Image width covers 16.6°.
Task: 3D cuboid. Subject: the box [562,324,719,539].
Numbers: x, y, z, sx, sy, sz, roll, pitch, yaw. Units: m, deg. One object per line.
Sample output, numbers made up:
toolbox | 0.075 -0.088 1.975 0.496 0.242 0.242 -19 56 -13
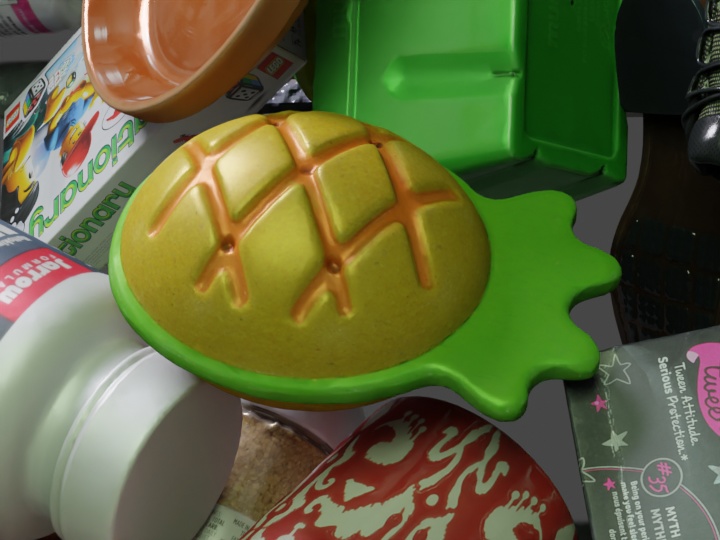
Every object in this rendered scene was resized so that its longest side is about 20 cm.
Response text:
box | 0.154 0.138 0.950 0.114 0.132 0.201 -11 59 5

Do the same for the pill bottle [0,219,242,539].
pill bottle | -0.154 0.043 1.025 0.200 0.120 0.120 25 70 23

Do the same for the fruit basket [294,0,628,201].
fruit basket | 0.020 -0.115 1.100 0.215 0.155 0.217 -5 81 38

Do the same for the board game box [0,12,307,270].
board game box | -0.099 -0.083 1.127 0.200 0.035 0.127 -43 36 32

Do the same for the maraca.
maraca | 0.000 0.000 0.963 0.199 0.107 0.137 11 53 9

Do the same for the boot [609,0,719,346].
boot | 0.163 -0.032 1.055 0.097 0.201 0.075 -16 23 -38

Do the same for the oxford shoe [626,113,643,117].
oxford shoe | 0.193 -0.105 1.129 0.199 0.058 0.075 -4 54 -4

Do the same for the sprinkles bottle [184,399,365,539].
sprinkles bottle | -0.066 0.134 1.049 0.068 0.068 0.200 16 66 23

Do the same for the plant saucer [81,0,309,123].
plant saucer | -0.054 -0.156 1.038 0.200 0.032 0.201 -37 41 42

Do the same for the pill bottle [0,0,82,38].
pill bottle | -0.240 -0.169 1.246 0.199 0.113 0.114 -3 60 13

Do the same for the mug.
mug | -0.006 0.169 0.981 0.133 0.178 0.200 11 44 40

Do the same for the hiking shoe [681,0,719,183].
hiking shoe | 0.166 -0.080 0.955 0.076 0.201 0.101 -1 27 38
